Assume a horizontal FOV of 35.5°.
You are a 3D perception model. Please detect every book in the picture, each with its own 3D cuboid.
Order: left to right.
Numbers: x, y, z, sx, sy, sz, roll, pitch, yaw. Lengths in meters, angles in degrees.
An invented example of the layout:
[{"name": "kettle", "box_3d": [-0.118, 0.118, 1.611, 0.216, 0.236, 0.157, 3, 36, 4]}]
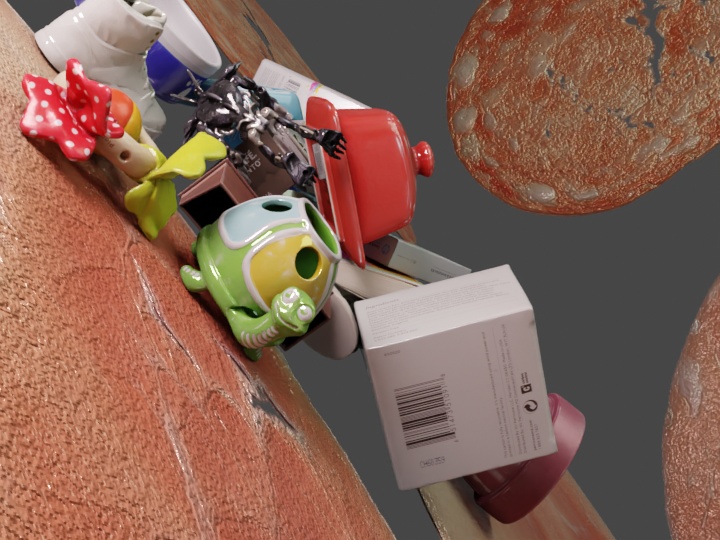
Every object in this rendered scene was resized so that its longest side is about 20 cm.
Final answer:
[{"name": "book", "box_3d": [0.000, 0.000, 1.469, 0.133, 0.048, 0.200, 23, 6, -18]}]

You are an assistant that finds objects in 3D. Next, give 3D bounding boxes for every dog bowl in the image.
[{"name": "dog bowl", "box_3d": [-0.271, -0.314, 1.436, 0.200, 0.079, 0.200, 49, 12, -14]}]

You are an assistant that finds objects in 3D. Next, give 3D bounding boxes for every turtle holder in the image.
[{"name": "turtle holder", "box_3d": [-0.092, -0.002, 1.099, 0.142, 0.131, 0.186, 56, 11, -1]}]

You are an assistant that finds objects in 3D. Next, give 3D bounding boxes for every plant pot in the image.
[{"name": "plant pot", "box_3d": [0.198, 0.236, 1.643, 0.178, 0.201, 0.200, 37, 10, -4]}]

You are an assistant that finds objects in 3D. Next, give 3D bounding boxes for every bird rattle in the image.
[{"name": "bird rattle", "box_3d": [-0.236, -0.125, 1.037, 0.199, 0.113, 0.163, 30, 11, -39]}]

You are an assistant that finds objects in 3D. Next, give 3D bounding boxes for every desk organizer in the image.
[{"name": "desk organizer", "box_3d": [-0.115, -0.015, 1.236, 0.200, 0.071, 0.077, 52, 12, -18]}]

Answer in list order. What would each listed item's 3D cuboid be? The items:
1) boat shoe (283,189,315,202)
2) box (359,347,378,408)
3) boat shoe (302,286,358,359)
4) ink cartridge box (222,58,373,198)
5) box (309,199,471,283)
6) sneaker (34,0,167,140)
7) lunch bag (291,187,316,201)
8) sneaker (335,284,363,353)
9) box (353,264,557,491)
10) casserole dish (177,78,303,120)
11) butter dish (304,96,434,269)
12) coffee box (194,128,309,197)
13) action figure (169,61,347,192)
[{"name": "boat shoe", "box_3d": [-0.076, -0.055, 1.618, 0.062, 0.072, 0.200, 9, -18, 42]}, {"name": "box", "box_3d": [0.061, 0.179, 1.530, 0.122, 0.047, 0.200, 51, 11, -29]}, {"name": "boat shoe", "box_3d": [-0.068, 0.011, 1.362, 0.201, 0.074, 0.093, 53, 16, -9]}, {"name": "ink cartridge box", "box_3d": [-0.076, -0.190, 1.605, 0.199, 0.145, 0.085, 27, -1, 19]}, {"name": "box", "box_3d": [0.033, -0.033, 1.541, 0.155, 0.042, 0.199, 21, 3, -44]}, {"name": "sneaker", "box_3d": [-0.238, -0.221, 1.197, 0.074, 0.115, 0.200, 58, 8, 31]}, {"name": "lunch bag", "box_3d": [-0.108, -0.154, 1.760, 0.200, 0.082, 0.161, 52, 12, -13]}, {"name": "sneaker", "box_3d": [-0.001, 0.070, 1.527, 0.088, 0.073, 0.200, 59, 13, 16]}, {"name": "box", "box_3d": [0.111, 0.125, 1.326, 0.131, 0.198, 0.201, -106, -178, -66]}, {"name": "casserole dish", "box_3d": [-0.161, -0.231, 1.503, 0.120, 0.039, 0.199, -4, 16, -41]}, {"name": "butter dish", "box_3d": [0.019, -0.123, 1.378, 0.200, 0.146, 0.201, -135, -148, -74]}, {"name": "coffee box", "box_3d": [-0.129, -0.128, 1.435, 0.080, 0.113, 0.200, 53, 8, -7]}, {"name": "action figure", "box_3d": [-0.120, -0.156, 1.269, 0.199, 0.119, 0.102, 29, -17, 25]}]
